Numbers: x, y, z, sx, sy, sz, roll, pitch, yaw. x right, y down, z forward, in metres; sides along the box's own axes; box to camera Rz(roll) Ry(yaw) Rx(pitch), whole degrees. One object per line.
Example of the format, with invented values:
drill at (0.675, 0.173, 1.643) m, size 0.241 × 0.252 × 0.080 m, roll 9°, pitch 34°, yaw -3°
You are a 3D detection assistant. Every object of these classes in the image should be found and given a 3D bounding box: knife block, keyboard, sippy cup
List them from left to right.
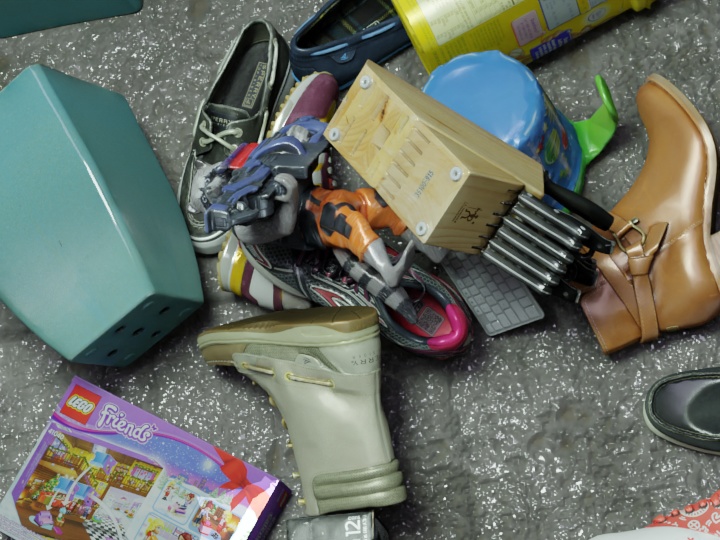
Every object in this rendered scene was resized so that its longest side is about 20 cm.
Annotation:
keyboard at (0.067, -0.038, 1.386) m, size 0.056 × 0.200 × 0.011 m, roll -19°, pitch 21°, yaw 44°
knife block at (0.091, -0.060, 1.336) m, size 0.200 × 0.175 × 0.064 m, roll 48°, pitch 115°, yaw 36°
sippy cup at (0.101, -0.101, 1.424) m, size 0.140 × 0.130 × 0.178 m, roll 35°, pitch 80°, yaw 23°

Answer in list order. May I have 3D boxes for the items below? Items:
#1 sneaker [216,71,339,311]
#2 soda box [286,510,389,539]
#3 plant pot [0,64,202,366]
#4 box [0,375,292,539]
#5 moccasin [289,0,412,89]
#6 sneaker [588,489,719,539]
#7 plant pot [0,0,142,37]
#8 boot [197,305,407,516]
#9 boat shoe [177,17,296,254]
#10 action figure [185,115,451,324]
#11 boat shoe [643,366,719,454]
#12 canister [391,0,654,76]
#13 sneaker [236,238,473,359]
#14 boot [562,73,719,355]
sneaker at (-0.040, -0.061, 1.482) m, size 0.090 × 0.075 × 0.200 m, roll 20°, pitch 80°, yaw 11°
soda box at (-0.013, 0.281, 1.336) m, size 0.071 × 0.063 × 0.200 m, roll -7°, pitch 67°, yaw 12°
plant pot at (-0.224, -0.031, 1.455) m, size 0.141 × 0.141 × 0.200 m, roll -38°, pitch 72°, yaw 15°
box at (-0.172, 0.185, 1.427) m, size 0.200 × 0.039 × 0.137 m, roll 25°, pitch 77°, yaw 21°
moccasin at (0.026, -0.223, 1.525) m, size 0.200 × 0.068 × 0.080 m, roll -45°, pitch 65°, yaw -9°
sneaker at (0.259, 0.179, 1.310) m, size 0.201 × 0.067 × 0.108 m, roll 5°, pitch 69°, yaw 12°
plant pot at (-0.287, -0.320, 1.569) m, size 0.141 × 0.200 × 0.142 m, roll -9°, pitch 66°, yaw 10°
boot at (-0.046, 0.108, 1.401) m, size 0.200 × 0.072 × 0.155 m, roll -5°, pitch 99°, yaw 50°
boat shoe at (-0.110, -0.114, 1.517) m, size 0.071 × 0.064 × 0.200 m, roll 11°, pitch 72°, yaw 18°
action figure at (-0.044, -0.030, 1.320) m, size 0.193 × 0.105 × 0.200 m, roll 20°, pitch 30°, yaw 19°
boat shoe at (0.304, 0.097, 1.331) m, size 0.199 × 0.068 × 0.072 m, roll 4°, pitch 71°, yaw 17°
canister at (0.131, -0.227, 1.459) m, size 0.200 × 0.149 × 0.087 m, roll -28°, pitch 65°, yaw 3°
sneaker at (0.000, 0.000, 1.401) m, size 0.200 × 0.075 × 0.081 m, roll 27°, pitch 89°, yaw 0°
boot at (0.213, -0.044, 1.408) m, size 0.154 × 0.074 × 0.200 m, roll -27°, pitch 62°, yaw 7°
